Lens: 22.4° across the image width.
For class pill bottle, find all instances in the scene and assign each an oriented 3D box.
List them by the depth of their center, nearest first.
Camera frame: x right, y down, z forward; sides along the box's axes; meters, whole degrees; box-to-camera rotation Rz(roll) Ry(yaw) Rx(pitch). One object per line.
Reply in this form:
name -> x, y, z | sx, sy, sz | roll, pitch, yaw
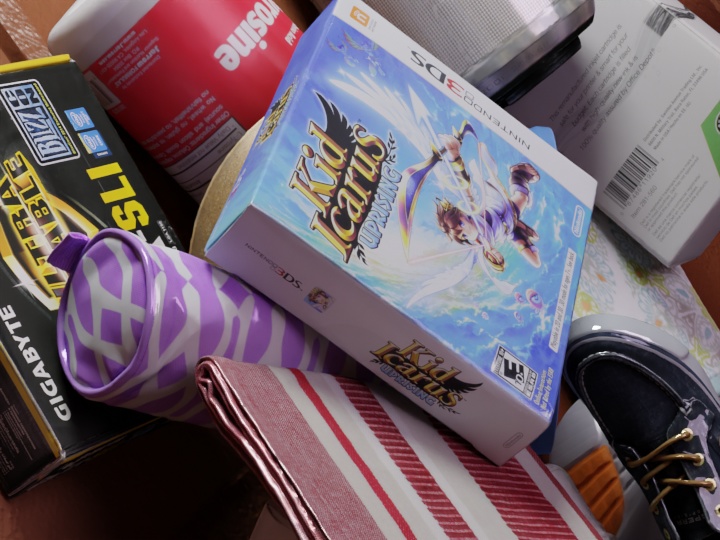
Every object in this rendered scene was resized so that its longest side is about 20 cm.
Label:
pill bottle -> -0.073, -0.097, 1.042 | 0.200, 0.112, 0.113 | 45, 34, -15

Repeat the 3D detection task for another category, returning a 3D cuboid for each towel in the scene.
towel -> 0.028, 0.101, 0.835 | 0.199, 0.023, 0.144 | 13, 30, -44
towel -> 0.193, 0.036, 1.328 | 0.199, 0.048, 0.172 | -14, 70, -55

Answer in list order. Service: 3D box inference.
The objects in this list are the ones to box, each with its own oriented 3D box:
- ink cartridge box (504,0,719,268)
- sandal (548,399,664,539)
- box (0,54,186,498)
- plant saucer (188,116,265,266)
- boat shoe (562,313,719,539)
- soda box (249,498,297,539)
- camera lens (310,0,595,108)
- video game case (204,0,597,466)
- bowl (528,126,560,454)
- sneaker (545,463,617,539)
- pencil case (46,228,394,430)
ink cartridge box -> 0.204, -0.124, 1.334 | 0.200, 0.147, 0.084 | 43, 21, 16
sandal -> 0.182, 0.178, 1.166 | 0.059, 0.079, 0.208 | 10, 59, -52
box -> -0.159, -0.004, 0.911 | 0.201, 0.049, 0.159 | 60, 31, 6
plant saucer -> 0.000, 0.000, 1.007 | 0.199, 0.035, 0.202 | -6, 102, -31
boat shoe -> 0.189, 0.114, 1.084 | 0.200, 0.071, 0.091 | 43, 34, -25
soda box -> 0.018, 0.134, 0.879 | 0.063, 0.069, 0.199 | 34, 22, 23
camera lens -> 0.052, -0.202, 1.248 | 0.201, 0.160, 0.160 | 53, 33, -3
video game case -> 0.030, -0.028, 0.919 | 0.181, 0.045, 0.201 | 35, 38, -13
bowl -> 0.098, 0.012, 1.123 | 0.201, 0.039, 0.203 | 0, 90, -88
sneaker -> 0.163, 0.199, 1.094 | 0.078, 0.099, 0.201 | -8, 68, -54
pencil case -> -0.054, 0.036, 0.889 | 0.199, 0.084, 0.086 | 17, 40, -45
